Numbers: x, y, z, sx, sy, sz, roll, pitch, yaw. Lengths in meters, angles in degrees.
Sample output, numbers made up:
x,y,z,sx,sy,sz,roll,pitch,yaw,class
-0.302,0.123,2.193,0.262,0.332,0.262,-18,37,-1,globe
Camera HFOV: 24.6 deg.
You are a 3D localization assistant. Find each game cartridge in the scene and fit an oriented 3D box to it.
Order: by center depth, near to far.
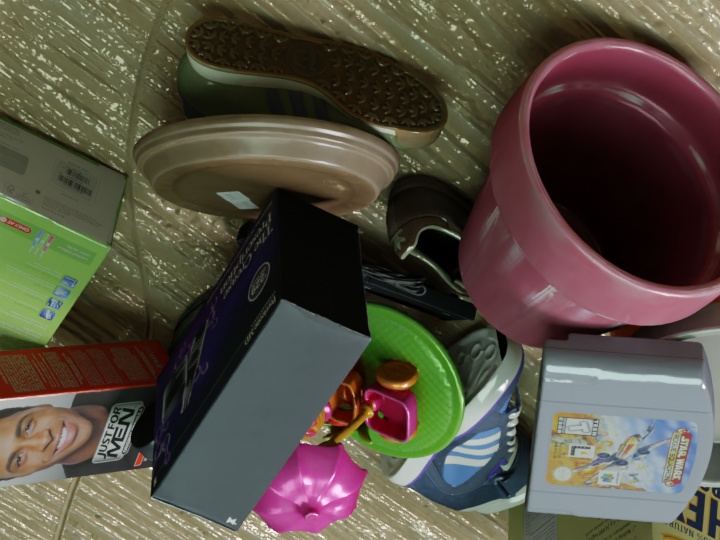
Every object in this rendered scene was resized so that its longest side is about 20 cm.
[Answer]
x,y,z,sx,sy,sz,roll,pitch,yaw,class
0.193,0.122,1.223,0.131,0.042,0.201,7,140,7,game cartridge

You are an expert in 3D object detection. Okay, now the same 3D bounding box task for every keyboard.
x,y,z,sx,sy,sz,roll,pitch,yaw,class
0.000,0.000,1.312,0.198,0.021,0.127,19,174,-12,keyboard

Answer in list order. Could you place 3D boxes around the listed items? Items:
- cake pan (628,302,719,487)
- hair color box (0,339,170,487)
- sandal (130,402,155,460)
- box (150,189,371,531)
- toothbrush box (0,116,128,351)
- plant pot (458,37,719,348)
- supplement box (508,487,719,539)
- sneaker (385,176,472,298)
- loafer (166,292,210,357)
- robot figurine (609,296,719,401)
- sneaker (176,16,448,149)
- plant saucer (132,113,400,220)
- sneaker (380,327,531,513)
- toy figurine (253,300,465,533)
x,y,z,sx,sy,sz,roll,pitch,yaw,class
0.272,0.092,1.232,0.197,0.037,0.201,4,140,3,cake pan
-0.252,0.118,1.356,0.198,0.061,0.102,-3,129,-39,hair color box
-0.112,0.072,1.336,0.200,0.076,0.043,-44,114,-4,sandal
-0.076,0.066,1.204,0.078,0.142,0.201,22,120,-22,box
-0.296,-0.017,1.327,0.144,0.087,0.200,25,131,-18,toothbrush box
0.163,-0.036,1.194,0.198,0.202,0.179,22,148,-14,plant pot
0.236,0.248,1.434,0.133,0.201,0.200,28,131,-20,supplement box
0.104,0.002,1.303,0.198,0.076,0.071,25,132,-16,sneaker
-0.146,0.097,1.433,0.071,0.063,0.200,25,131,-17,loafer
0.296,0.040,1.286,0.198,0.117,0.144,-17,130,22,robot figurine
-0.041,-0.120,1.219,0.198,0.068,0.090,16,143,-10,sneaker
-0.069,-0.071,1.218,0.197,0.030,0.200,1,167,0,plant saucer
0.123,0.138,1.436,0.145,0.081,0.200,20,130,-24,sneaker
-0.043,0.128,1.325,0.198,0.184,0.152,16,126,25,toy figurine
